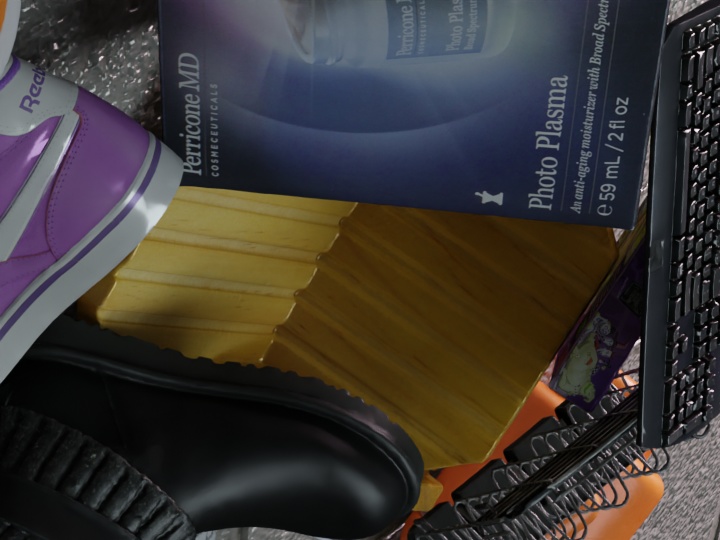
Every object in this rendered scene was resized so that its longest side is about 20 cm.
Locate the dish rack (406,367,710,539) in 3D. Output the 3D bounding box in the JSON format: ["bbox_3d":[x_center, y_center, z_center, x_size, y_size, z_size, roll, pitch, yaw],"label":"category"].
[{"bbox_3d":[0.104,0.100,1.233,0.153,0.055,0.200,-39,-179,-16],"label":"dish rack"}]

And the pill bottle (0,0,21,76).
[{"bbox_3d":[-0.204,-0.111,0.793,0.113,0.113,0.200,-54,151,4],"label":"pill bottle"}]

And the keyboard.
[{"bbox_3d":[0.158,-0.026,1.106,0.127,0.021,0.201,-33,130,-52],"label":"keyboard"}]

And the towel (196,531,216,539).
[{"bbox_3d":[-0.166,0.170,1.185,0.199,0.086,0.166,-26,147,-33],"label":"towel"}]

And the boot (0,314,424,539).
[{"bbox_3d":[-0.082,0.120,1.088,0.080,0.210,0.158,112,-10,-52],"label":"boot"}]

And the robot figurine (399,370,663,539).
[{"bbox_3d":[0.101,0.144,1.491,0.116,0.144,0.200,36,92,-38],"label":"robot figurine"}]

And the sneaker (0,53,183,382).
[{"bbox_3d":[-0.174,-0.012,1.006,0.114,0.073,0.200,33,118,-24],"label":"sneaker"}]

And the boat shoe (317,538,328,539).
[{"bbox_3d":[0.006,0.079,1.335,0.071,0.070,0.201,-25,141,-38],"label":"boat shoe"}]

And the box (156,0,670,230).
[{"bbox_3d":[0.023,-0.131,0.978,0.201,0.197,0.124,92,6,-46],"label":"box"}]

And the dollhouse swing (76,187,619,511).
[{"bbox_3d":[0.000,0.000,1.157,0.201,0.181,0.176,-57,170,11],"label":"dollhouse swing"}]

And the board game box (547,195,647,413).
[{"bbox_3d":[0.139,-0.001,1.250,0.120,0.032,0.200,-54,179,10],"label":"board game box"}]
